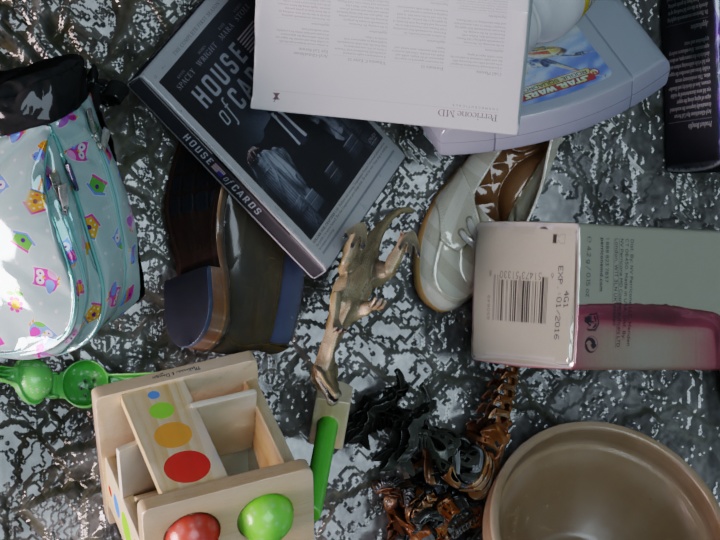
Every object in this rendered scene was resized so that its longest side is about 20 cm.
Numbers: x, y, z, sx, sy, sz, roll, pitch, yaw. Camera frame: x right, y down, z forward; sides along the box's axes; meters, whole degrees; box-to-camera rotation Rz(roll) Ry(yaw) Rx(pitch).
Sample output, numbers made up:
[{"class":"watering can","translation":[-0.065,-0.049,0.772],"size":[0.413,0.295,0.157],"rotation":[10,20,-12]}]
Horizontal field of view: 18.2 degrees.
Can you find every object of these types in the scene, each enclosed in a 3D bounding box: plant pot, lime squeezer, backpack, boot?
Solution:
[{"class":"plant pot","translation":[0.181,0.225,1.744],"size":[0.199,0.093,0.202],"rotation":[9,56,-14]},{"class":"lime squeezer","translation":[-0.220,0.082,1.653],"size":[0.199,0.071,0.038],"rotation":[6,89,-24]},{"class":"backpack","translation":[-0.239,-0.039,1.601],"size":[0.126,0.166,0.201],"rotation":[-35,113,-53]},{"class":"boot","translation":[-0.093,-0.031,1.711],"size":[0.097,0.074,0.202],"rotation":[17,73,-41]}]

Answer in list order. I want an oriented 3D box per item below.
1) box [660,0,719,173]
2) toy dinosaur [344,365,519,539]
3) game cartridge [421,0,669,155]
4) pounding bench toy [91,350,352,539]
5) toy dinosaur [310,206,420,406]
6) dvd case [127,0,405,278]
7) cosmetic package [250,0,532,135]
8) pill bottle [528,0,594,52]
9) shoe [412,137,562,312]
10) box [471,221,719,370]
[{"class":"box","translation":[0.327,-0.180,1.800],"size":[0.147,0.104,0.202],"rotation":[-3,90,-17]},{"class":"toy dinosaur","translation":[0.058,0.149,1.743],"size":[0.136,0.102,0.201],"rotation":[38,60,-27]},{"class":"game cartridge","translation":[0.131,-0.157,1.738],"size":[0.199,0.133,0.042],"rotation":[-18,136,-16]},{"class":"pounding bench toy","translation":[-0.076,0.157,1.633],"size":[0.199,0.156,0.125],"rotation":[-13,129,-16]},{"class":"toy dinosaur","translation":[0.000,0.000,1.680],"size":[0.058,0.101,0.201],"rotation":[28,57,-7]},{"class":"dvd case","translation":[-0.067,-0.111,1.688],"size":[0.200,0.025,0.151],"rotation":[47,46,-13]},{"class":"cosmetic package","translation":[0.024,-0.184,1.618],"size":[0.198,0.052,0.152],"rotation":[6,112,4]},{"class":"pill bottle","translation":[0.140,-0.246,1.716],"size":[0.111,0.111,0.200],"rotation":[46,60,-11]},{"class":"shoe","translation":[0.103,-0.060,1.760],"size":[0.070,0.053,0.201],"rotation":[30,82,-14]},{"class":"box","translation":[0.199,0.020,1.722],"size":[0.199,0.128,0.110],"rotation":[2,90,-34]}]
